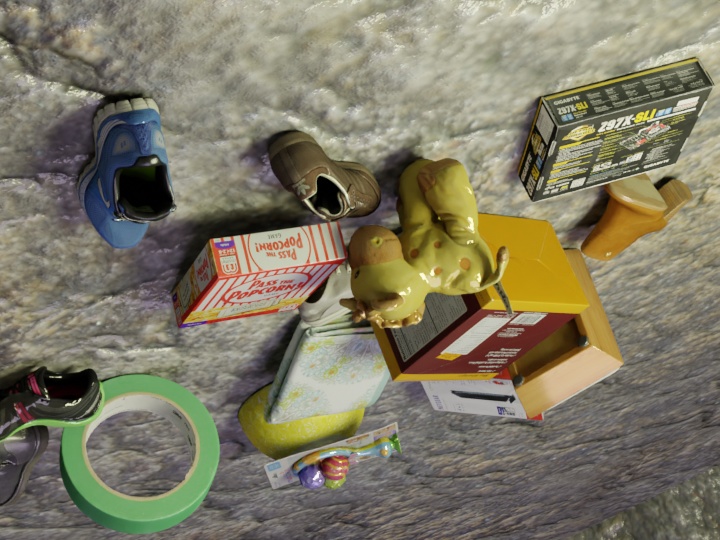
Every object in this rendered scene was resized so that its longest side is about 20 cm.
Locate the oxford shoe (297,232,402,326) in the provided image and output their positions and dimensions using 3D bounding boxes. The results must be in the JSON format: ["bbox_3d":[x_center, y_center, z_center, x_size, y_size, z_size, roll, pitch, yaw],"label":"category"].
[{"bbox_3d":[0.000,0.000,1.583,0.199,0.075,0.058,-30,126,15],"label":"oxford shoe"}]

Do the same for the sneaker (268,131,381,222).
[{"bbox_3d":[-0.032,-0.078,1.385,0.070,0.076,0.200,-31,153,19],"label":"sneaker"}]

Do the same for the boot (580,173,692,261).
[{"bbox_3d":[0.339,-0.066,1.707,0.201,0.071,0.144,1,144,-49],"label":"boot"}]

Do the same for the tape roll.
[{"bbox_3d":[-0.281,0.232,1.653,0.200,0.201,0.048,-11,152,-22],"label":"tape roll"}]

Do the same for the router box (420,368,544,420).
[{"bbox_3d":[0.189,0.171,1.993,0.179,0.049,0.200,4,158,14],"label":"router box"}]

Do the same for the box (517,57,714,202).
[{"bbox_3d":[0.294,-0.161,1.513,0.199,0.050,0.160,-16,152,-12],"label":"box"}]

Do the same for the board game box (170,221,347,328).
[{"bbox_3d":[-0.119,0.006,1.468,0.151,0.047,0.200,-9,165,-22],"label":"board game box"}]

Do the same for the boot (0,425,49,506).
[{"bbox_3d":[-0.516,0.248,1.653,0.199,0.073,0.182,-6,137,-44],"label":"boot"}]

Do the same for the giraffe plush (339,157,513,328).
[{"bbox_3d":[0.053,-0.008,1.427,0.162,0.200,0.173,-23,158,-17],"label":"giraffe plush"}]

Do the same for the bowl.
[{"bbox_3d":[-0.074,0.236,1.936,0.199,0.108,0.200,-17,154,-8],"label":"bowl"}]

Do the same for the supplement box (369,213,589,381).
[{"bbox_3d":[0.146,0.039,1.689,0.197,0.133,0.200,4,145,-43],"label":"supplement box"}]

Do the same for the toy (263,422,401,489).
[{"bbox_3d":[-0.033,0.285,1.881,0.199,0.047,0.115,-20,153,-6],"label":"toy"}]

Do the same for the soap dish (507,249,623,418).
[{"bbox_3d":[0.261,0.080,1.798,0.157,0.201,0.081,-33,139,23],"label":"soap dish"}]

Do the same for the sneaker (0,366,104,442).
[{"bbox_3d":[-0.409,0.154,1.571,0.199,0.077,0.084,-11,136,-28],"label":"sneaker"}]

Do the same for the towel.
[{"bbox_3d":[-0.033,0.129,1.789,0.170,0.048,0.200,-4,136,-30],"label":"towel"}]

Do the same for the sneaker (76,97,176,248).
[{"bbox_3d":[-0.222,-0.072,1.232,0.078,0.089,0.200,-11,153,-19],"label":"sneaker"}]
